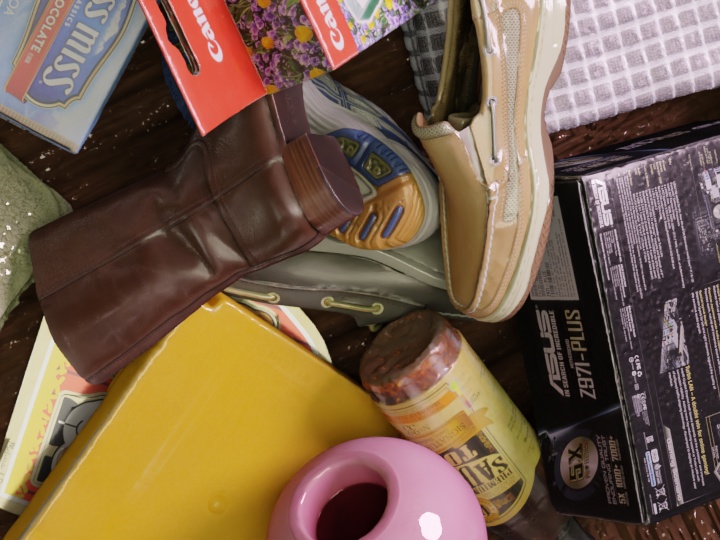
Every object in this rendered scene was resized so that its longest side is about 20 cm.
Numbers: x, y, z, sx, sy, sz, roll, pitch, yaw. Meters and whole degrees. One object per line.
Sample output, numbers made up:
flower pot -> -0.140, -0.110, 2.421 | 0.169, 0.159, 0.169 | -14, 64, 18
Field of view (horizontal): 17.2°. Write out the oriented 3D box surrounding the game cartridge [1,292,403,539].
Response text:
game cartridge -> -0.086, 0.128, 1.366 | 0.176, 0.032, 0.200 | 35, 91, -27

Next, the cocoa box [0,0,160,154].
cocoa box -> -0.166, -0.180, 1.299 | 0.131, 0.133, 0.200 | 28, 91, -9

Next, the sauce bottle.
sauce bottle -> 0.076, 0.110, 1.378 | 0.066, 0.066, 0.200 | -41, 116, -2

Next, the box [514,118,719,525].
box -> 0.178, 0.025, 1.362 | 0.163, 0.086, 0.201 | -17, 99, -31

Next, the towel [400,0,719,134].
towel -> 0.120, -0.166, 1.364 | 0.199, 0.086, 0.166 | -16, 99, -6

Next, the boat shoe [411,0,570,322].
boat shoe -> 0.059, -0.072, 1.290 | 0.076, 0.072, 0.201 | 0, 96, -34

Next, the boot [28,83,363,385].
boot -> -0.116, -0.057, 1.309 | 0.200, 0.064, 0.187 | -31, 68, 21

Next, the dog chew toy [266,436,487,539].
dog chew toy -> 0.027, 0.182, 1.354 | 0.124, 0.125, 0.200 | -36, 138, -3

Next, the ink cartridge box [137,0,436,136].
ink cartridge box -> -0.037, -0.156, 1.239 | 0.050, 0.200, 0.109 | -17, 104, 35

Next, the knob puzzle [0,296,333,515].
knob puzzle -> -0.097, 0.083, 1.388 | 0.219, 0.030, 0.220 | -1, 96, -8

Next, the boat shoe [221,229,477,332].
boat shoe -> 0.000, -0.002, 1.375 | 0.201, 0.072, 0.060 | 13, 120, -18

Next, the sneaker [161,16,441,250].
sneaker -> -0.032, -0.082, 1.358 | 0.200, 0.088, 0.075 | 46, 108, 16

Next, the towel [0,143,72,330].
towel -> -0.254, -0.006, 1.305 | 0.148, 0.036, 0.200 | 37, 56, -13
